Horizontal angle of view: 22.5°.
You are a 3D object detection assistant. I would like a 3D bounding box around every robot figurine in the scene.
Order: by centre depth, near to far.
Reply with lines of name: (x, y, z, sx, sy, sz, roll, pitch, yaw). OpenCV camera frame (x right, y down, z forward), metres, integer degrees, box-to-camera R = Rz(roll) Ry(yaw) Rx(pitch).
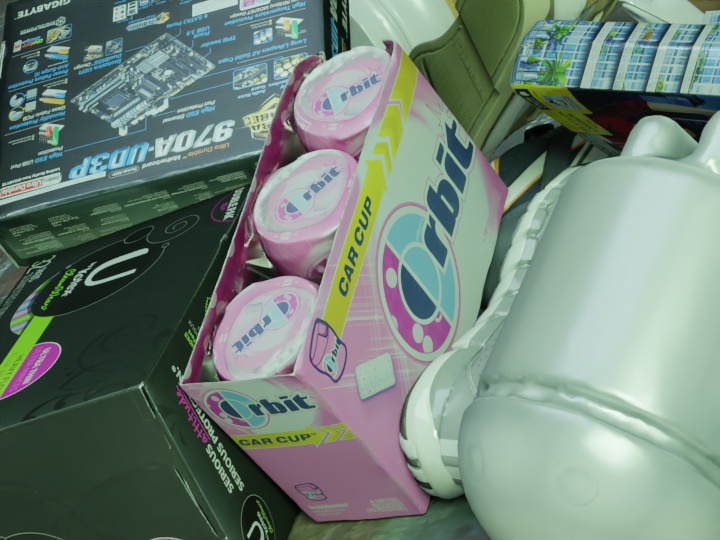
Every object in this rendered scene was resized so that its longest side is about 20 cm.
robot figurine: (0.107, 0.038, 0.679, 0.169, 0.113, 0.201, -2, 57, 57)

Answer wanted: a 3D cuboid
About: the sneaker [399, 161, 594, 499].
sneaker: (0.111, 0.029, 0.811, 0.115, 0.075, 0.201, 2, 45, 41)

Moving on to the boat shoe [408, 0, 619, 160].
boat shoe: (0.075, -0.102, 0.918, 0.068, 0.075, 0.200, -15, -14, -21)

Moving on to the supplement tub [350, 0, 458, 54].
supplement tub: (0.053, -0.189, 1.238, 0.199, 0.146, 0.144, -37, 24, -26)

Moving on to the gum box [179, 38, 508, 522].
gum box: (0.000, 0.000, 0.842, 0.066, 0.114, 0.201, -9, 48, 33)

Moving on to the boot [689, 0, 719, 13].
boot: (0.255, -0.165, 1.081, 0.145, 0.071, 0.200, -17, 24, 6)

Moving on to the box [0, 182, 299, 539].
box: (-0.109, 0.071, 0.878, 0.147, 0.125, 0.200, -18, 22, 21)

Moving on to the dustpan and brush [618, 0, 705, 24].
dustpan and brush: (0.213, -0.111, 0.895, 0.058, 0.199, 0.139, -64, 26, 0)

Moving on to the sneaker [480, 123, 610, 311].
sneaker: (0.121, -0.051, 0.947, 0.200, 0.079, 0.079, -41, 32, -28)

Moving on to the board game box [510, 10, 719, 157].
board game box: (0.203, -0.072, 0.809, 0.198, 0.199, 0.062, 7, 79, 37)

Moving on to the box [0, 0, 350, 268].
box: (-0.103, -0.098, 0.978, 0.198, 0.046, 0.160, -14, 54, 14)
